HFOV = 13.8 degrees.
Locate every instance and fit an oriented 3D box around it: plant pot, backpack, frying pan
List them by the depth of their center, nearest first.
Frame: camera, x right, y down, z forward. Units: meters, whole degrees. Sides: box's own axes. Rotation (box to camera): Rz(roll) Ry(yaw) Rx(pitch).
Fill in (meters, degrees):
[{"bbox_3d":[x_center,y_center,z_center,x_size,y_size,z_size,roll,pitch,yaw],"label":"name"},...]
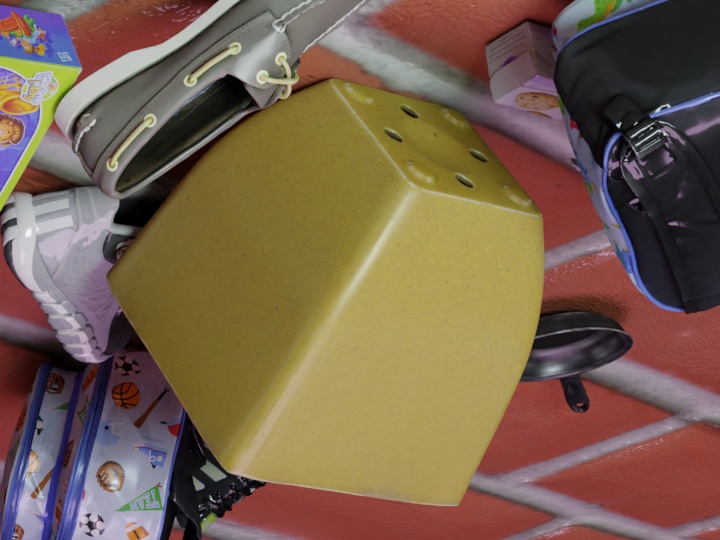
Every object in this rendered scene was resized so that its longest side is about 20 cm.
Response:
[{"bbox_3d":[0.210,-0.087,1.730,0.182,0.147,0.200,-22,142,0],"label":"backpack"},{"bbox_3d":[0.000,0.000,1.831,0.195,0.194,0.200,13,120,-41],"label":"plant pot"},{"bbox_3d":[-0.180,0.140,2.151,0.153,0.201,0.191,12,150,-14],"label":"backpack"},{"bbox_3d":[0.168,0.065,2.276,0.115,0.031,0.190,-21,159,28],"label":"frying pan"}]

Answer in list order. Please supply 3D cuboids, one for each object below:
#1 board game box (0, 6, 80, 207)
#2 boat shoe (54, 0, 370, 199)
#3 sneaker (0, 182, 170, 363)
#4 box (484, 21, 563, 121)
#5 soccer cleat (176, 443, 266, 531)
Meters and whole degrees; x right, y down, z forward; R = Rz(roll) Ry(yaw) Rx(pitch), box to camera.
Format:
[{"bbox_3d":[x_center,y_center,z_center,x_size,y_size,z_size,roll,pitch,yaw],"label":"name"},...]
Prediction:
[{"bbox_3d":[-0.260,-0.066,1.668,0.134,0.045,0.200,7,134,-33],"label":"board game box"},{"bbox_3d":[-0.070,-0.112,1.648,0.201,0.060,0.072,-31,159,2],"label":"boat shoe"},{"bbox_3d":[-0.151,-0.001,1.938,0.115,0.075,0.200,-15,157,8],"label":"sneaker"},{"bbox_3d":[0.160,-0.108,1.835,0.200,0.039,0.041,13,150,-42],"label":"box"},{"bbox_3d":[-0.111,0.163,2.344,0.199,0.081,0.068,-11,158,6],"label":"soccer cleat"}]
